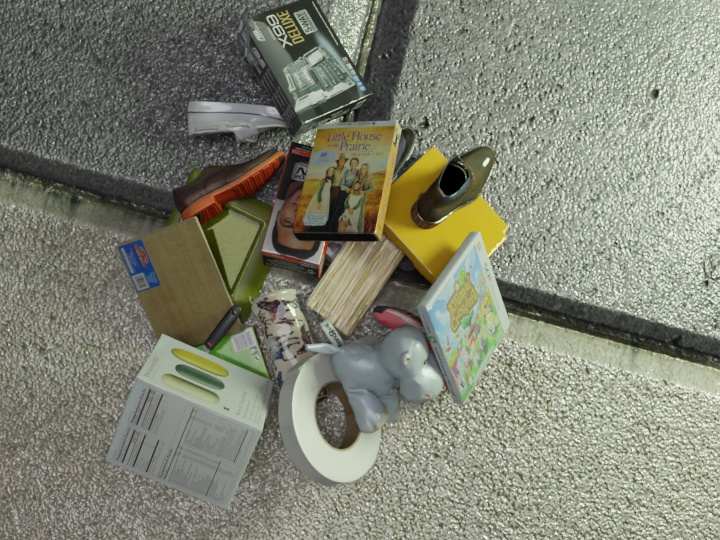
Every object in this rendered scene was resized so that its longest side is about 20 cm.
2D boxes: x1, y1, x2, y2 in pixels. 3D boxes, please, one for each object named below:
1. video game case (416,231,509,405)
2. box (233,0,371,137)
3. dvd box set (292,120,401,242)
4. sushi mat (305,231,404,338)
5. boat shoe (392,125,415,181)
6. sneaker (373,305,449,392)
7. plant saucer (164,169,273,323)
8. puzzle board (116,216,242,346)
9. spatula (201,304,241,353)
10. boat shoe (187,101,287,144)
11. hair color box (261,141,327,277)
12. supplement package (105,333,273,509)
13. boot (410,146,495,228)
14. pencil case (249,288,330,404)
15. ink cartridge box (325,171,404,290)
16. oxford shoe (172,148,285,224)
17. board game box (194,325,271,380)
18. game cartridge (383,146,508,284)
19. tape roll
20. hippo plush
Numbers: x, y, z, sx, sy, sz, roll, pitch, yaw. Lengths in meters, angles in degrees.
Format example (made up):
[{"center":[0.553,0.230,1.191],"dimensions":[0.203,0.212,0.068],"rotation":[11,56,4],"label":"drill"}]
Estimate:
[{"center":[0.166,0.071,1.212],"dimensions":[0.200,0.022,0.185],"rotation":[-49,125,-41],"label":"video game case"},{"center":[-0.095,-0.343,1.300],"dimensions":[0.156,0.050,0.203],"rotation":[-28,85,-32],"label":"box"},{"center":[-0.020,-0.142,1.224],"dimensions":[0.143,0.029,0.205],"rotation":[2,65,23],"label":"dvd box set"},{"center":[0.000,0.000,1.286],"dimensions":[0.095,0.012,0.202],"rotation":[34,87,3],"label":"sushi mat"},{"center":[0.022,-0.166,1.275],"dimensions":[0.076,0.060,0.202],"rotation":[43,63,-23],"label":"boat shoe"},{"center":[0.098,0.130,1.281],"dimensions":[0.197,0.074,0.088],"rotation":[31,87,3],"label":"sneaker"},{"center":[-0.243,-0.045,1.310],"dimensions":[0.196,0.048,0.204],"rotation":[25,86,3],"label":"plant saucer"},{"center":[-0.294,0.027,1.274],"dimensions":[0.147,0.017,0.204],"rotation":[-16,107,13],"label":"puzzle board"},{"center":[-0.256,0.137,1.274],"dimensions":[0.056,0.021,0.201],"rotation":[39,100,4],"label":"spatula"},{"center":[-0.197,-0.247,1.323],"dimensions":[0.194,0.074,0.067],"rotation":[5,96,7],"label":"boat shoe"},{"center":[-0.091,-0.101,1.281],"dimensions":[0.099,0.061,0.205],"rotation":[12,69,1],"label":"hair color box"},{"center":[-0.257,0.229,1.199],"dimensions":[0.196,0.152,0.153],"rotation":[24,108,-7],"label":"supplement package"},{"center":[0.169,-0.150,1.257],"dimensions":[0.075,0.097,0.200],"rotation":[44,65,2],"label":"boot"},{"center":[-0.119,0.129,1.279],"dimensions":[0.087,0.078,0.205],"rotation":[-17,85,-18],"label":"pencil case"},{"center":[0.031,-0.070,1.316],"dimensions":[0.200,0.039,0.100],"rotation":[-44,86,-4],"label":"ink cartridge box"},{"center":[-0.215,-0.153,1.268],"dimensions":[0.197,0.071,0.073],"rotation":[-32,76,-11],"label":"oxford shoe"},{"center":[-0.255,0.173,1.302],"dimensions":[0.195,0.030,0.098],"rotation":[-20,85,-4],"label":"board game box"},{"center":[0.132,-0.081,1.292],"dimensions":[0.176,0.032,0.201],"rotation":[-42,88,-25],"label":"game cartridge"},{"center":[-0.045,0.230,1.224],"dimensions":[0.037,0.200,0.208],"rotation":[-22,84,40],"label":"tape roll"},{"center":[0.049,0.136,1.210],"dimensions":[0.158,0.160,0.203],"rotation":[-25,104,28],"label":"hippo plush"}]
